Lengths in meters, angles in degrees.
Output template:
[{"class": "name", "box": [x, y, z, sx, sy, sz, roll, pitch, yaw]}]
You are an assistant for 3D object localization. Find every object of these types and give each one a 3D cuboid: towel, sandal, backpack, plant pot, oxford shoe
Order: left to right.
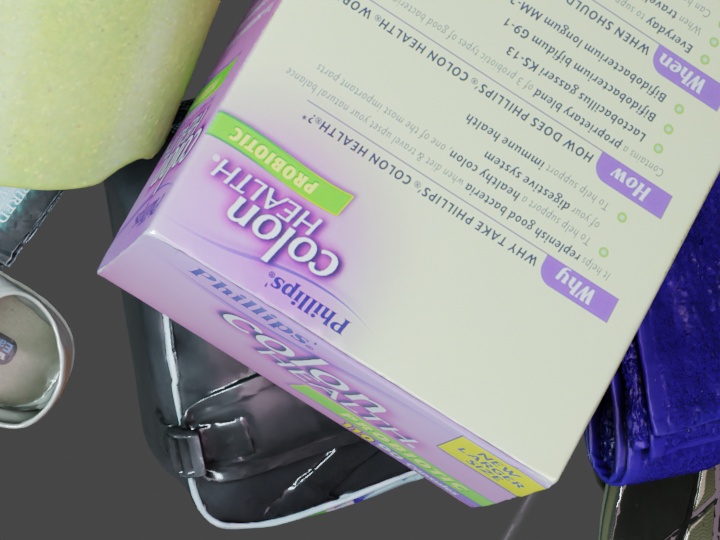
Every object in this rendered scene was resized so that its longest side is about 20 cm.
[{"class": "oxford shoe", "box": [-0.199, 0.009, 1.205, 0.199, 0.058, 0.075, 26, 97, -26]}, {"class": "plant pot", "box": [-0.117, -0.139, 1.092, 0.199, 0.201, 0.185, 0, 126, -24]}, {"class": "backpack", "box": [0.000, 0.000, 1.235, 0.199, 0.151, 0.178, -12, 110, -11]}, {"class": "sandal", "box": [0.139, 0.069, 1.375, 0.079, 0.057, 0.202, -1, 91, -19]}, {"class": "towel", "box": [0.176, 0.011, 1.325, 0.199, 0.049, 0.149, -7, 93, -43]}]

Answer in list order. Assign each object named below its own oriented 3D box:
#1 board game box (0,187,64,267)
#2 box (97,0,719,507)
[{"class": "board game box", "box": [-0.137, -0.118, 1.209, 0.135, 0.028, 0.200, 38, 87, -28]}, {"class": "box", "box": [0.030, -0.043, 1.120, 0.175, 0.097, 0.201, 32, 73, -9]}]
